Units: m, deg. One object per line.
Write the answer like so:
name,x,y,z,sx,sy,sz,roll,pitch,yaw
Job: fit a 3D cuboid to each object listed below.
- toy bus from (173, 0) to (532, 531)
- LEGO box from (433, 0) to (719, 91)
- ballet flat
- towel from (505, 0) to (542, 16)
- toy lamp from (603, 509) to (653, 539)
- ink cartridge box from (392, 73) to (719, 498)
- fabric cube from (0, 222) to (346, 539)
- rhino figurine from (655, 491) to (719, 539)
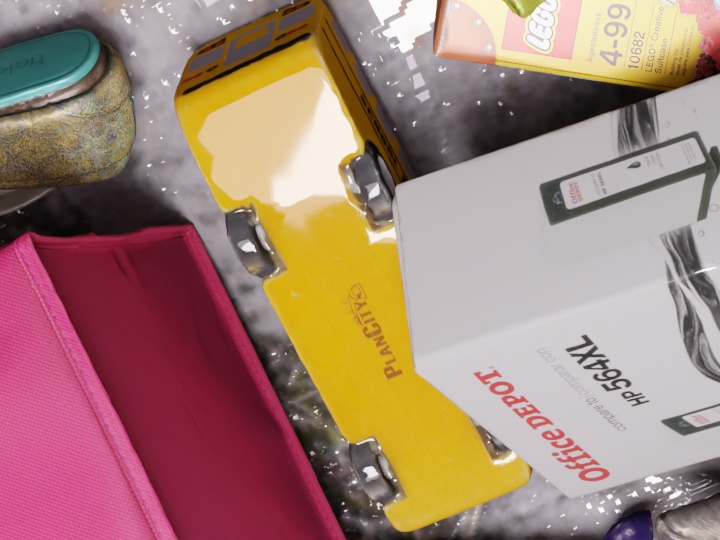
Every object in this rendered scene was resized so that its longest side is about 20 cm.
toy bus,0.000,0.000,1.145,0.065,0.078,0.200,-24,109,12
LEGO box,0.115,-0.172,1.066,0.149,0.077,0.200,8,113,0
ballet flat,-0.184,-0.044,1.149,0.200,0.071,0.071,-10,112,8
towel,0.021,-0.185,1.007,0.086,0.018,0.200,-39,105,18
toy lamp,0.021,0.126,1.210,0.200,0.058,0.058,-3,113,2
ink cartridge box,0.133,0.002,1.084,0.200,0.084,0.146,-19,148,22
fabric cube,-0.135,0.112,1.107,0.199,0.200,0.196,-26,85,14
rhino figurine,0.194,0.075,1.159,0.200,0.060,0.087,-38,131,7
